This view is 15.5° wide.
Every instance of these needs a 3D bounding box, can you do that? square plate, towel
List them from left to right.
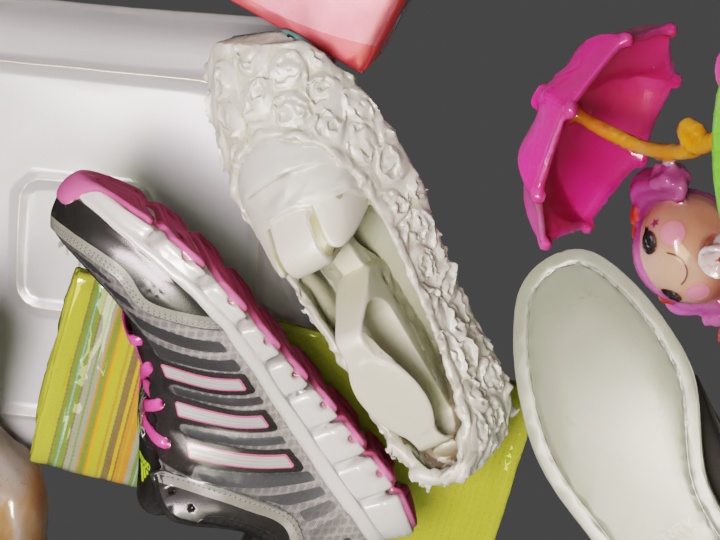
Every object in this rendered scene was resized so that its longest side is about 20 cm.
[{"bbox_3d":[-0.113,-0.011,1.097,0.196,0.028,0.202,6,105,8],"label":"square plate"},{"bbox_3d":[-0.032,0.061,1.084,0.198,0.018,0.087,14,108,-9],"label":"towel"}]

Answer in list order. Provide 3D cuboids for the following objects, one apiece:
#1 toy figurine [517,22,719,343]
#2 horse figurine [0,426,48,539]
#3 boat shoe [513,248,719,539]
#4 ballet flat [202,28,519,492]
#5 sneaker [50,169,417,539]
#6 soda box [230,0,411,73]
[{"bbox_3d":[0.142,-0.025,0.982,0.150,0.184,0.201,-37,111,-26],"label":"toy figurine"},{"bbox_3d":[-0.183,0.086,1.102,0.132,0.050,0.201,-13,128,14],"label":"horse figurine"},{"bbox_3d":[0.121,0.087,1.061,0.071,0.061,0.202,-26,81,14],"label":"boat shoe"},{"bbox_3d":[0.000,0.000,1.017,0.071,0.072,0.201,-27,108,15],"label":"ballet flat"},{"bbox_3d":[-0.064,0.052,1.030,0.087,0.074,0.200,-39,112,2],"label":"sneaker"},{"bbox_3d":[-0.065,-0.158,1.032,0.199,0.063,0.070,28,108,1],"label":"soda box"}]
